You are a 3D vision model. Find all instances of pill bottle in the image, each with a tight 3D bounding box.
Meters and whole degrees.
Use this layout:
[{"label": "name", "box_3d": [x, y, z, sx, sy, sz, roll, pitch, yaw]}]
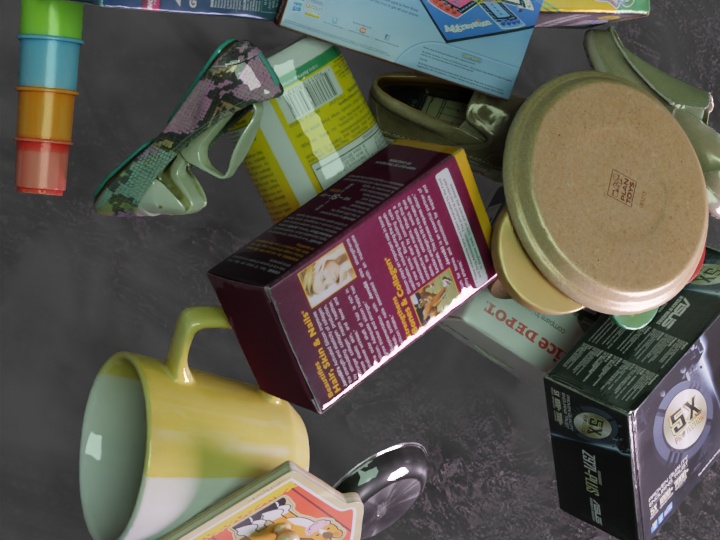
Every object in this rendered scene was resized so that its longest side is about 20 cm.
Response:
[{"label": "pill bottle", "box_3d": [-0.030, -0.082, 1.383, 0.112, 0.113, 0.201, -31, 101, -16]}]

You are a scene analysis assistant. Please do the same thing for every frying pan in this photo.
[{"label": "frying pan", "box_3d": [-0.017, 0.192, 1.390, 0.189, 0.115, 0.031, -14, 53, -39]}]

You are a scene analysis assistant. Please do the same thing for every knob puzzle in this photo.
[{"label": "knob puzzle", "box_3d": [-0.079, 0.236, 1.355, 0.218, 0.221, 0.031, -13, 54, -19]}]

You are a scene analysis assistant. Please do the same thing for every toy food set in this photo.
[{"label": "toy food set", "box_3d": [0.190, -0.056, 1.336, 0.196, 0.049, 0.202, 9, 73, -26]}]

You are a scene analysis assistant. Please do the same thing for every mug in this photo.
[{"label": "mug", "box_3d": [-0.116, 0.136, 1.334, 0.152, 0.187, 0.151, 8, 56, -28]}]

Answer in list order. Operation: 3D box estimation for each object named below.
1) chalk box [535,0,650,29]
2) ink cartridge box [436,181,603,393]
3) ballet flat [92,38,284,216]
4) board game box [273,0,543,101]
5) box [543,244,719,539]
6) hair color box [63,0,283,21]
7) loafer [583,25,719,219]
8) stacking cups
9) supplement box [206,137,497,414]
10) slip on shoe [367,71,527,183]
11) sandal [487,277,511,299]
[{"label": "chalk box", "box_3d": [0.167, -0.270, 1.443, 0.198, 0.124, 0.125, -3, 93, -20]}, {"label": "ink cartridge box", "box_3d": [0.170, -0.010, 1.471, 0.145, 0.084, 0.201, 31, 81, -18]}, {"label": "ballet flat", "box_3d": [-0.131, -0.090, 1.320, 0.071, 0.069, 0.200, 49, 118, 7]}, {"label": "board game box", "box_3d": [0.041, -0.209, 1.331, 0.198, 0.019, 0.104, 16, 102, -19]}, {"label": "box", "box_3d": [0.249, 0.100, 1.438, 0.200, 0.086, 0.165, -42, 138, -31]}, {"label": "hair color box", "box_3d": [-0.135, -0.226, 1.315, 0.199, 0.100, 0.061, -2, 101, -39]}, {"label": "loafer", "box_3d": [0.268, -0.137, 1.480, 0.068, 0.076, 0.201, -39, 81, 12]}, {"label": "stacking cups", "box_3d": [-0.240, -0.159, 1.334, 0.060, 0.060, 0.202, 3, 90, -19]}, {"label": "supplement box", "box_3d": [0.000, 0.000, 1.287, 0.199, 0.085, 0.111, -36, 117, -26]}, {"label": "slip on shoe", "box_3d": [0.100, -0.123, 1.402, 0.198, 0.061, 0.076, 14, 57, 19]}, {"label": "sandal", "box_3d": [0.174, -0.041, 1.403, 0.210, 0.078, 0.070, -19, 66, -26]}]
